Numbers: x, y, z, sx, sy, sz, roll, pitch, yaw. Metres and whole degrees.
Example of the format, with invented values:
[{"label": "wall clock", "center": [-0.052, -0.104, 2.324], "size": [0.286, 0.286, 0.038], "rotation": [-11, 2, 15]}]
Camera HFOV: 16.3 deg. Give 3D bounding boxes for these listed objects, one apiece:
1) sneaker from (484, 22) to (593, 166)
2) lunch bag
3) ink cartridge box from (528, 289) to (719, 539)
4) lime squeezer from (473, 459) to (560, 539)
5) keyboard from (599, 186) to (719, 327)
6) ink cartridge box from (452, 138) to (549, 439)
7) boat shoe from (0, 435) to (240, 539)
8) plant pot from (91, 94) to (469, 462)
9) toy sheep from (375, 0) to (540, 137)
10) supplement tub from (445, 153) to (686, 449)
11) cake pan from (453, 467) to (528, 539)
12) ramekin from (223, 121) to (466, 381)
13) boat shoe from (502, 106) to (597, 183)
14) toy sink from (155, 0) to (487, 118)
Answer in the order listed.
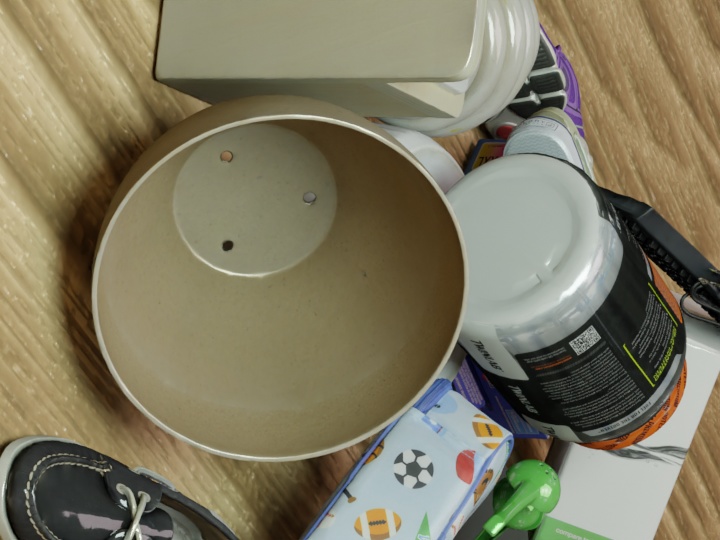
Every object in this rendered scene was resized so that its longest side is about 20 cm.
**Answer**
[{"label": "sneaker", "center": [0.113, -0.139, 1.792], "size": [0.200, 0.080, 0.084], "rotation": [60, 27, -59]}, {"label": "lunch bag", "center": [0.005, 0.167, 1.495], "size": [0.200, 0.076, 0.160], "rotation": [-48, 172, -22]}, {"label": "ink cartridge box", "center": [0.188, 0.117, 1.802], "size": [0.146, 0.084, 0.200], "rotation": [-68, 178, -76]}, {"label": "lime squeezer", "center": [0.092, 0.152, 1.536], "size": [0.071, 0.038, 0.200], "rotation": [-60, 178, -15]}, {"label": "keyboard", "center": [0.229, 0.017, 1.726], "size": [0.200, 0.104, 0.040], "rotation": [39, 82, -30]}, {"label": "ink cartridge box", "center": [0.102, 0.024, 1.754], "size": [0.137, 0.076, 0.200], "rotation": [65, 37, -40]}, {"label": "boat shoe", "center": [-0.125, 0.140, 1.347], "size": [0.200, 0.060, 0.074], "rotation": [45, 54, -54]}, {"label": "plant pot", "center": [-0.052, -0.015, 1.377], "size": [0.135, 0.200, 0.201], "rotation": [-112, -172, -64]}, {"label": "toy sheep", "center": [0.045, -0.147, 1.571], "size": [0.200, 0.138, 0.138], "rotation": [-24, 113, -60]}, {"label": "supplement tub", "center": [0.124, 0.026, 1.530], "size": [0.200, 0.122, 0.123], "rotation": [49, 49, -52]}, {"label": "cake pan", "center": [0.062, 0.207, 1.680], "size": [0.200, 0.037, 0.201], "rotation": [-6, 96, -62]}, {"label": "ramekin", "center": [0.000, 0.000, 1.540], "size": [0.202, 0.094, 0.203], "rotation": [-6, 96, -62]}, {"label": "boat shoe", "center": [0.144, -0.014, 1.685], "size": [0.062, 0.072, 0.200], "rotation": [-48, 131, -57]}, {"label": "toy sink", "center": [0.001, -0.158, 1.420], "size": [0.112, 0.200, 0.131], "rotation": [19, 74, -61]}]
